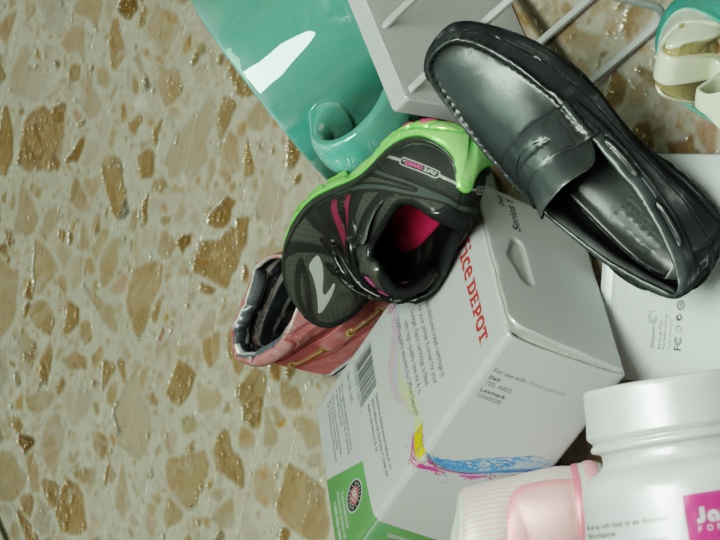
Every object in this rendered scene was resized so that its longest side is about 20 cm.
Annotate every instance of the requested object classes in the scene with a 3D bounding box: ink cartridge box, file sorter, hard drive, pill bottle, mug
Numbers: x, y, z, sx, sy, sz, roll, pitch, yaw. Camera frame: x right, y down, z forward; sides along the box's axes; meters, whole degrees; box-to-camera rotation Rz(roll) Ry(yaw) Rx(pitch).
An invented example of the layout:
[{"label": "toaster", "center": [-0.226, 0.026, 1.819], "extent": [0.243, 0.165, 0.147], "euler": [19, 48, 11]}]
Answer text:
[{"label": "ink cartridge box", "center": [0.061, 0.073, 1.387], "extent": [0.200, 0.084, 0.145], "euler": [-56, 26, 30]}, {"label": "file sorter", "center": [0.072, -0.203, 1.394], "extent": [0.125, 0.139, 0.200], "euler": [-41, 58, 35]}, {"label": "hard drive", "center": [0.217, 0.001, 1.299], "extent": [0.200, 0.027, 0.132], "euler": [4, 89, 49]}, {"label": "pill bottle", "center": [0.181, 0.157, 1.249], "extent": [0.113, 0.113, 0.201], "euler": [-15, 81, 46]}, {"label": "mug", "center": [-0.009, -0.137, 1.470], "extent": [0.114, 0.152, 0.185], "euler": [-37, 71, 4]}]

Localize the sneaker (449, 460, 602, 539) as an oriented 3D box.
[{"label": "sneaker", "center": [0.094, 0.209, 1.334], "extent": [0.075, 0.104, 0.201], "euler": [-106, 11, -79]}]

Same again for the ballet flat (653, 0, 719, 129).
[{"label": "ballet flat", "center": [0.202, -0.106, 1.269], "extent": [0.200, 0.070, 0.068], "euler": [41, 126, 52]}]

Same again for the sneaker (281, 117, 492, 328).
[{"label": "sneaker", "center": [0.007, -0.015, 1.378], "extent": [0.200, 0.077, 0.084], "euler": [-47, 30, 51]}]

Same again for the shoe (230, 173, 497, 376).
[{"label": "shoe", "center": [0.000, 0.000, 1.490], "extent": [0.200, 0.091, 0.072], "euler": [-47, 55, 35]}]

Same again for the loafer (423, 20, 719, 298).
[{"label": "loafer", "center": [0.114, -0.061, 1.279], "extent": [0.200, 0.070, 0.068], "euler": [41, 125, 2]}]
